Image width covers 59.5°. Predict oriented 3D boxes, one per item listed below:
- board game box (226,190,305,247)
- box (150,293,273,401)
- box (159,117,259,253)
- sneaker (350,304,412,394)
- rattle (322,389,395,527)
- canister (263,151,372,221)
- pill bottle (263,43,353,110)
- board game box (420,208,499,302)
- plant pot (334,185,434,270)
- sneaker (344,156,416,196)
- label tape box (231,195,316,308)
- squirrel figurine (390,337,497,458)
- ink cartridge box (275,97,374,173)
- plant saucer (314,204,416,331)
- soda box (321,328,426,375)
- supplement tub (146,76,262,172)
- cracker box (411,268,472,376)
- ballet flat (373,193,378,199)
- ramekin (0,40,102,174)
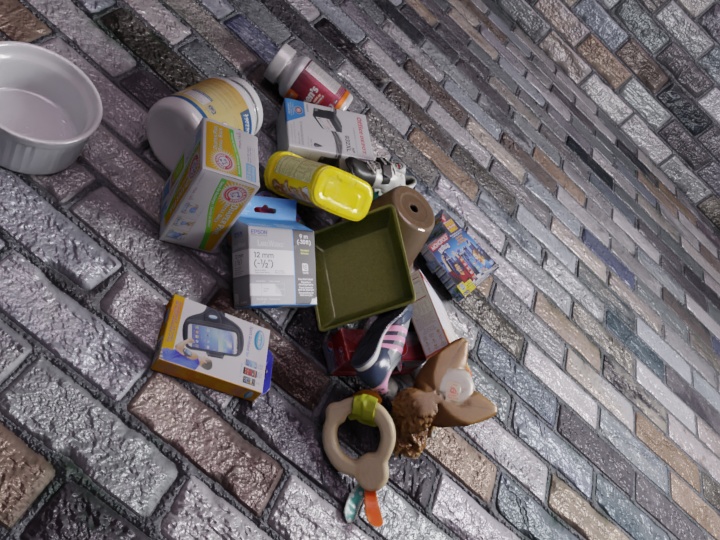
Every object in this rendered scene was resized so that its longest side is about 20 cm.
[{"bbox_3d":[-0.169,-0.084,1.219,0.159,0.039,0.200,49,41,1],"label":"board game box"},{"bbox_3d":[-0.224,0.128,1.008,0.197,0.041,0.121,23,47,-24],"label":"box"},{"bbox_3d":[-0.257,-0.137,1.060,0.100,0.200,0.115,14,50,-32],"label":"box"},{"bbox_3d":[0.051,0.136,1.128,0.083,0.069,0.200,57,42,-16],"label":"sneaker"},{"bbox_3d":[0.005,0.315,1.073,0.127,0.143,0.205,-15,83,-12],"label":"rattle"},{"bbox_3d":[-0.084,-0.165,1.232,0.146,0.088,0.199,19,4,-37],"label":"canister"},{"bbox_3d":[-0.122,-0.427,1.474,0.199,0.109,0.111,37,41,-12],"label":"pill bottle"},{"bbox_3d":[0.216,-0.039,1.509,0.201,0.062,0.199,53,41,7],"label":"board game box"},{"bbox_3d":[0.060,-0.082,1.319,0.197,0.175,0.204,22,46,-25],"label":"plant pot"},{"bbox_3d":[0.047,-0.211,1.343,0.198,0.088,0.075,20,38,-50],"label":"sneaker"},{"bbox_3d":[-0.153,-0.036,1.123,0.141,0.065,0.206,2,84,-40],"label":"label tape box"},{"bbox_3d":[0.122,0.244,1.138,0.197,0.187,0.143,-25,76,-21],"label":"squirrel figurine"},{"bbox_3d":[-0.080,-0.283,1.389,0.195,0.084,0.148,6,53,-22],"label":"ink cartridge box"},{"bbox_3d":[0.000,0.000,1.207,0.048,0.196,0.204,40,35,-64],"label":"plant saucer"},{"bbox_3d":[0.029,0.155,1.186,0.197,0.070,0.065,6,56,-39],"label":"soda box"},{"bbox_3d":[-0.287,-0.276,1.185,0.145,0.145,0.200,45,41,-3],"label":"supplement tub"},{"bbox_3d":[0.148,0.115,1.261,0.134,0.057,0.202,51,16,-44],"label":"cracker box"},{"bbox_3d":[0.057,-0.165,1.477,0.201,0.067,0.070,53,17,5],"label":"ballet flat"},{"bbox_3d":[-0.521,-0.250,0.994,0.197,0.098,0.204,23,47,-27],"label":"ramekin"}]
